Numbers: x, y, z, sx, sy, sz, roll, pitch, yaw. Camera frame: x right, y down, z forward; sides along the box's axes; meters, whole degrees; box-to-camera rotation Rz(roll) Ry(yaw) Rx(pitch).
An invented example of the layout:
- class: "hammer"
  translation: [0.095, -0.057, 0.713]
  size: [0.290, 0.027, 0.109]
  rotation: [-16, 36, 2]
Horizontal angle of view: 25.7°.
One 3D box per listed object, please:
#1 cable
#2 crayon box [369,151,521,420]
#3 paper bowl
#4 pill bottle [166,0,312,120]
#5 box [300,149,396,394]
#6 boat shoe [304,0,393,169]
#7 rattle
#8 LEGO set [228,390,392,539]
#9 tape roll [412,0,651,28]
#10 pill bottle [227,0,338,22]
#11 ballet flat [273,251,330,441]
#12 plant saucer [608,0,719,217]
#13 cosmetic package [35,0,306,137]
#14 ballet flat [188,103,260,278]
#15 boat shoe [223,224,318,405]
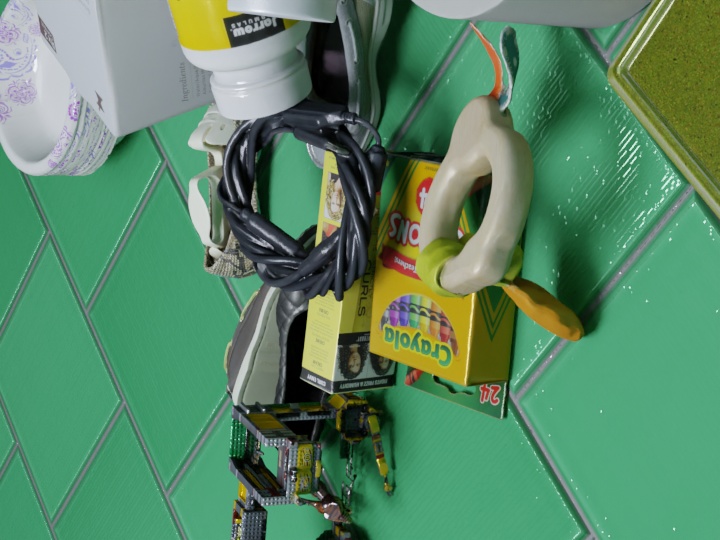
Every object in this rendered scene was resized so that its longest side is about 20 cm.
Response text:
- class: "cable"
  translation: [-0.050, -0.060, 1.312]
  size: [0.199, 0.051, 0.165]
  rotation: [10, 105, 48]
- class: "crayon box"
  translation: [0.068, 0.012, 1.273]
  size: [0.127, 0.051, 0.202]
  rotation: [15, 105, 50]
- class: "paper bowl"
  translation: [-0.310, -0.202, 1.696]
  size: [0.200, 0.104, 0.202]
  rotation: [4, 95, 52]
- class: "pill bottle"
  translation: [-0.101, -0.228, 1.263]
  size: [0.111, 0.111, 0.201]
  rotation: [22, 135, 49]
- class: "box"
  translation: [0.000, 0.000, 1.341]
  size: [0.050, 0.075, 0.202]
  rotation: [20, 107, 48]
- class: "boat shoe"
  translation: [-0.023, -0.168, 1.338]
  size: [0.074, 0.065, 0.203]
  rotation: [40, 137, 27]
- class: "rattle"
  translation: [0.126, -0.068, 1.160]
  size: [0.130, 0.142, 0.201]
  rotation: [125, 158, -70]
- class: "LEGO set"
  translation: [-0.041, 0.198, 1.343]
  size: [0.116, 0.153, 0.202]
  rotation: [-151, 71, -66]
- class: "tape roll"
  translation: [0.122, -0.275, 1.112]
  size: [0.202, 0.138, 0.204]
  rotation: [4, 96, 51]
- class: "pill bottle"
  translation: [-0.047, -0.285, 1.142]
  size: [0.112, 0.111, 0.202]
  rotation: [15, 101, 50]
- class: "ballet flat"
  translation: [-0.041, 0.076, 1.396]
  size: [0.057, 0.066, 0.201]
  rotation: [-119, 30, -58]
- class: "plant saucer"
  translation: [0.249, -0.136, 1.021]
  size: [0.201, 0.048, 0.200]
  rotation: [58, 134, 32]
- class: "cosmetic package"
  translation: [-0.172, -0.255, 1.405]
  size: [0.165, 0.199, 0.166]
  rotation: [49, 152, 37]
- class: "ballet flat"
  translation: [-0.128, -0.092, 1.495]
  size: [0.068, 0.075, 0.202]
  rotation: [3, 95, 52]
- class: "boat shoe"
  translation: [-0.073, 0.037, 1.436]
  size: [0.202, 0.071, 0.061]
  rotation: [-63, 36, 23]
